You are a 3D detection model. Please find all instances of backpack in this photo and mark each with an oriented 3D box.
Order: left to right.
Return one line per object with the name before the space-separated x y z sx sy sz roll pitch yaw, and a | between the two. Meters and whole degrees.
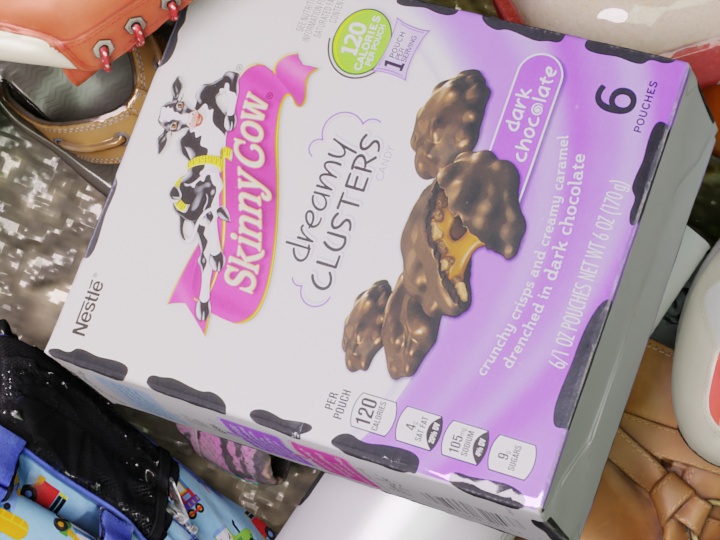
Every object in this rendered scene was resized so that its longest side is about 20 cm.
backpack | -0.120 0.152 0.901 0.200 0.135 0.183 38 104 -18

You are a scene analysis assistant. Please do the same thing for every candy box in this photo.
candy box | 0.008 -0.010 0.843 0.198 0.072 0.169 15 78 21

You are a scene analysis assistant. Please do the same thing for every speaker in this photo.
speaker | 0.053 0.048 0.906 0.081 0.081 0.201 33 93 -8

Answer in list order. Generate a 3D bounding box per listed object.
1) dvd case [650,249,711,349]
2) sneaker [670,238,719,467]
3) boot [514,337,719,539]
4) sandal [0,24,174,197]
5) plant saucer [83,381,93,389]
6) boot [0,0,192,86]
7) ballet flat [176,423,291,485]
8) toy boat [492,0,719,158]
dvd case | 0.146 0.067 0.981 0.198 0.025 0.152 5 95 -7
sneaker | 0.179 -0.005 0.852 0.070 0.093 0.200 34 106 -1
boot | 0.155 0.125 0.947 0.199 0.077 0.156 26 89 0
sandal | -0.105 -0.082 0.926 0.200 0.055 0.082 39 91 -8
plant saucer | -0.212 0.073 0.950 0.198 0.019 0.071 5 95 -5
boot | -0.072 -0.119 0.833 0.198 0.075 0.108 5 105 0
ballet flat | 0.000 0.000 0.934 0.071 0.069 0.201 34 95 16
toy boat | 0.156 -0.102 0.932 0.198 0.131 0.131 -15 127 -3
